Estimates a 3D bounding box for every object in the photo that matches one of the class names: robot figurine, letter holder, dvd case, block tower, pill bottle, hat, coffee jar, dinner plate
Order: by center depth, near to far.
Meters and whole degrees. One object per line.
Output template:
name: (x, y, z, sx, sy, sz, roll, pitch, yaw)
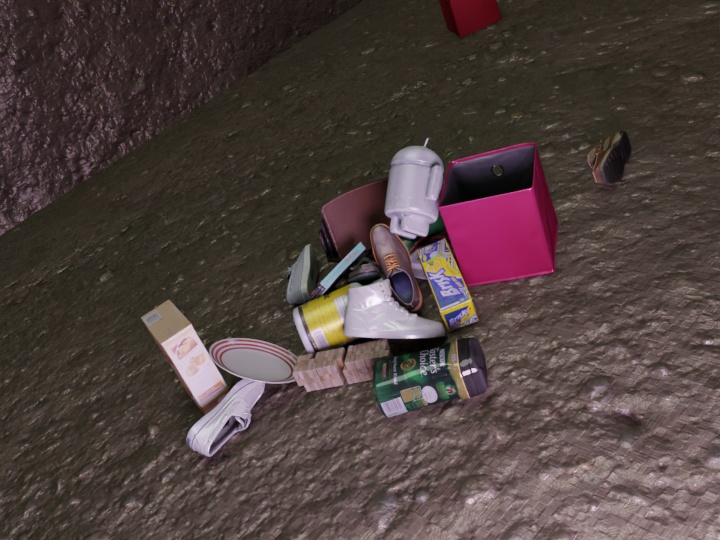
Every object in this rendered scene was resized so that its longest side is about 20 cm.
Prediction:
coffee jar: (0.125, 0.187, 1.430, 0.198, 0.086, 0.105, -16, 30, 13)
block tower: (-0.028, 0.185, 1.576, 0.198, 0.054, 0.058, -12, 32, 19)
dinner plate: (-0.210, 0.188, 1.642, 0.198, 0.025, 0.200, 14, 14, -4)
pill bottle: (-0.030, 0.092, 1.668, 0.198, 0.112, 0.112, -23, 29, 1)
robot figurine: (0.112, -0.170, 1.677, 0.169, 0.112, 0.202, -7, 71, 54)
dvd case: (-0.071, 0.031, 1.768, 0.146, 0.022, 0.200, -47, -1, -35)
hat: (0.119, -0.071, 1.816, 0.165, 0.199, 0.177, 35, 107, 43)
letter holder: (0.002, -0.121, 1.871, 0.199, 0.143, 0.100, -24, 8, -17)

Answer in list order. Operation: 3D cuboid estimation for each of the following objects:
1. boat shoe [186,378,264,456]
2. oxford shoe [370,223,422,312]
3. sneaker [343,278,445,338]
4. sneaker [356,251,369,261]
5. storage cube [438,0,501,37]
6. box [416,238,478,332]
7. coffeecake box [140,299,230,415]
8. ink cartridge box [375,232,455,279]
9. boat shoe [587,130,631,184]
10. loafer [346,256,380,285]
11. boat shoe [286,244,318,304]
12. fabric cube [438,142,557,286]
boat shoe: (-0.245, 0.285, 1.570, 0.065, 0.074, 0.200, 25, 52, 28)
oxford shoe: (0.074, -0.012, 1.677, 0.071, 0.201, 0.073, -27, -14, 4)
sneaker: (0.067, 0.074, 1.574, 0.198, 0.117, 0.074, 3, -4, 3)
sneaker: (-0.006, -0.116, 1.964, 0.199, 0.130, 0.079, -40, 32, -27)
storage cube: (0.406, -1.009, 3.049, 0.198, 0.181, 0.171, -23, 29, -1)
box: (0.174, 0.027, 1.639, 0.069, 0.065, 0.201, -22, 41, 5)
coffeecake box: (-0.356, 0.181, 1.670, 0.073, 0.201, 0.153, -34, 31, -17)
ink cartridge box: (0.154, -0.062, 1.849, 0.160, 0.050, 0.200, 10, 46, 44)
boat shoe: (0.557, -0.250, 1.842, 0.073, 0.076, 0.200, -7, 25, 36)
loafer: (0.000, 0.000, 1.741, 0.071, 0.064, 0.200, -7, -8, -6)
boat shoe: (-0.144, 0.008, 1.926, 0.071, 0.070, 0.202, -13, 34, 11)
fabric cube: (0.292, -0.117, 1.682, 0.194, 0.201, 0.201, -11, 32, 22)
